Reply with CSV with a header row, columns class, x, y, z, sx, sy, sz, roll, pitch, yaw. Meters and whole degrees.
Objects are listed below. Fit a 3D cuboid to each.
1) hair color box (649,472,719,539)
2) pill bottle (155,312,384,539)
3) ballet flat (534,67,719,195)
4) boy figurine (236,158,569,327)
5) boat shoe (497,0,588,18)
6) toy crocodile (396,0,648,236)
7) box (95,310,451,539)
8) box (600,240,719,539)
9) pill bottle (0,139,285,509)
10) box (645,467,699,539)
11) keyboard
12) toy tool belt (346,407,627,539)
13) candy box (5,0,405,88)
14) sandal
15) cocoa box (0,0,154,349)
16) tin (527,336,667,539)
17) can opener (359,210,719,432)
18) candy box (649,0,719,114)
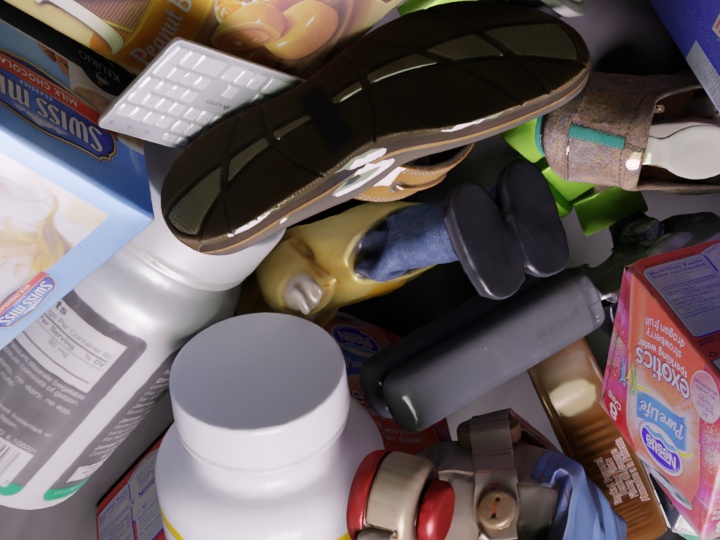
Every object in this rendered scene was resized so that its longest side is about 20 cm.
class,x,y,z,sx,sy,sz,roll,pitch,yaw
hair color box,0.238,0.052,1.360,0.099,0.061,0.200,12,117,-15
pill bottle,-0.039,0.121,1.227,0.111,0.111,0.200,-10,131,-4
ballet flat,0.162,-0.061,1.200,0.200,0.067,0.068,-12,112,-49
boy figurine,0.000,0.000,1.235,0.200,0.064,0.124,-19,-176,44
boat shoe,0.032,-0.164,1.120,0.060,0.074,0.200,-22,147,28
toy crocodile,0.081,-0.083,1.232,0.068,0.062,0.200,-34,129,19
box,-0.049,0.122,1.373,0.095,0.103,0.200,23,124,-31
box,0.228,0.039,1.215,0.200,0.103,0.095,-14,135,-22
pill bottle,-0.129,0.016,1.235,0.113,0.113,0.200,23,126,-32
box,0.271,0.100,1.475,0.200,0.036,0.144,-37,131,24
keyboard,-0.036,-0.067,1.173,0.056,0.011,0.200,-38,151,26
toy tool belt,0.080,0.130,1.213,0.123,0.125,0.200,11,169,20
candy box,-0.088,-0.149,1.118,0.200,0.055,0.115,28,125,-36
sandal,0.009,-0.056,1.136,0.200,0.082,0.055,-29,140,1
cocoa box,-0.210,-0.037,1.148,0.200,0.131,0.133,-39,131,24
tin,0.116,0.071,1.355,0.042,0.112,0.200,-27,136,1
can opener,0.098,0.031,1.235,0.200,0.053,0.067,-29,113,-17
candy box,0.255,-0.086,1.183,0.200,0.169,0.077,13,123,-25
